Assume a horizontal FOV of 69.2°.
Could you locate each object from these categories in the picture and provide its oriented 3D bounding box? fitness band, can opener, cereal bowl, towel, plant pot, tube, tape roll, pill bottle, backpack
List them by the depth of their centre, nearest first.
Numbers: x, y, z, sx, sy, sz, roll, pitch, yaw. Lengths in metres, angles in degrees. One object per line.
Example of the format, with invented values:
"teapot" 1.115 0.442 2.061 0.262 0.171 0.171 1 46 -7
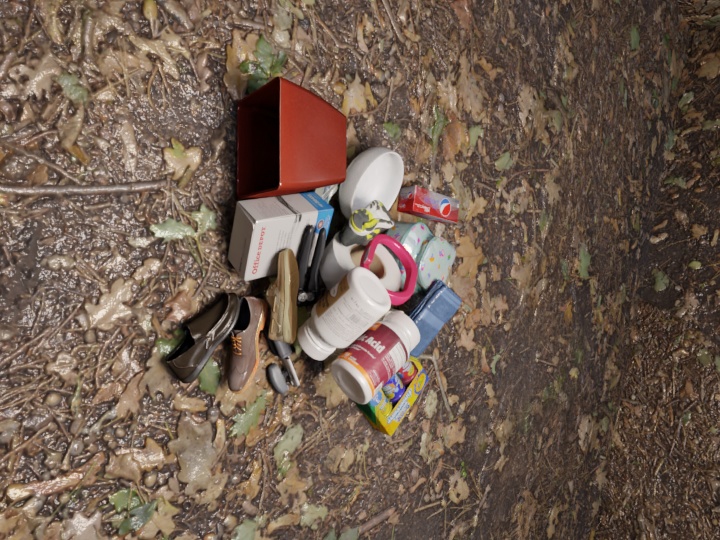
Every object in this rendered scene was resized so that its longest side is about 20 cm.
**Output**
"plant pot" -0.133 -0.248 1.062 0.173 0.198 0.205 0 91 -36
"pill bottle" -0.040 0.096 1.103 0.114 0.200 0.115 37 25 -21
"can opener" -0.112 -0.007 1.119 0.062 0.079 0.203 1 125 -12
"pill bottle" 0.038 0.187 1.160 0.199 0.113 0.116 -40 118 -31
"can opener" -0.191 0.183 1.164 0.066 0.053 0.204 -32 113 -34
"tube" -0.155 0.090 1.195 0.057 0.052 0.203 -20 115 -2
"fitness band" 0.067 -0.003 1.214 0.143 0.037 0.201 38 35 -12
"tape roll" 0.000 0.000 1.232 0.200 0.071 0.205 26 38 -22
"cereal bowl" 0.015 -0.210 1.269 0.199 0.083 0.203 -40 149 -30
"towel" 0.173 0.127 1.354 0.201 0.048 0.111 -51 130 2
"backpack" 0.147 -0.033 1.386 0.199 0.152 0.179 33 78 -35

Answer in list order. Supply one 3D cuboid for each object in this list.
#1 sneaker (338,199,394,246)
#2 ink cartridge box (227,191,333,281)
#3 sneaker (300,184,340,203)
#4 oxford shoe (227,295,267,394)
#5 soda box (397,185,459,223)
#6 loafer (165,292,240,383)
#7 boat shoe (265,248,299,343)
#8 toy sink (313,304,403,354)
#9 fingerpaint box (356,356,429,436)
"sneaker" 0.010 -0.109 1.225 0.075 0.084 0.199 57 30 7
"ink cartridge box" -0.169 -0.076 1.102 0.197 0.084 0.148 -13 135 -40
"sneaker" -0.080 -0.228 1.225 0.086 0.077 0.203 34 78 -50
"oxford shoe" -0.251 0.152 1.084 0.073 0.070 0.205 34 62 -65
"soda box" 0.194 -0.182 1.469 0.197 0.063 0.072 9 87 -41
"loafer" -0.312 0.123 1.036 0.071 0.072 0.203 43 65 -34
"boat shoe" -0.167 0.055 1.083 0.071 0.063 0.205 -57 151 -73
"toy sink" -0.008 0.147 1.274 0.197 0.129 0.115 4 92 -43
"fingerpaint box" 0.079 0.306 1.404 0.200 0.073 0.168 -48 122 -28
